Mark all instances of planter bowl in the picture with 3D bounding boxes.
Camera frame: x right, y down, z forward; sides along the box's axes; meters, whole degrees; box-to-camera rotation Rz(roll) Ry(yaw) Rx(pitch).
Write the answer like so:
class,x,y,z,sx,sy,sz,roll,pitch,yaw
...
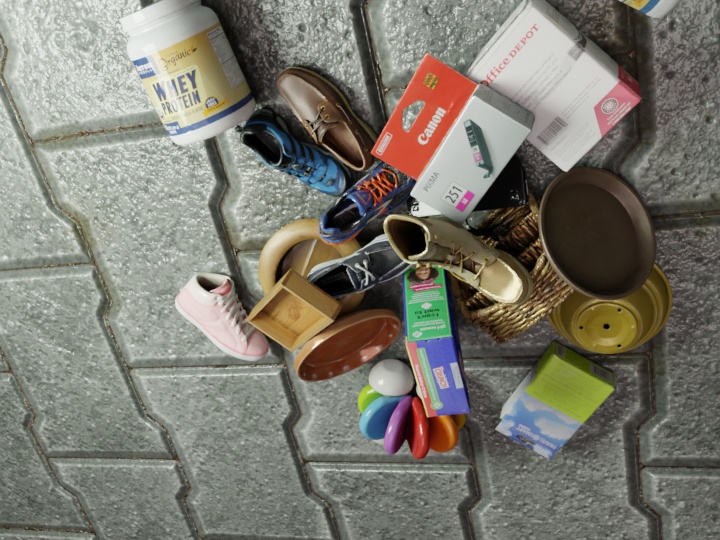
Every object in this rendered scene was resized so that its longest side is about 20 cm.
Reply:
class,x,y,z,sx,sy,sz,roll,pitch,yaw
planter bowl,0.388,0.069,1.231,0.200,0.084,0.201,8,122,13

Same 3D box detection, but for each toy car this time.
class,x,y,z,sx,sy,sz,roll,pitch,yaw
toy car,0.086,0.269,1.400,0.199,0.150,0.175,12,123,10

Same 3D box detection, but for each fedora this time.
class,x,y,z,sx,sy,sz,roll,pitch,yaw
fedora,-0.075,-0.004,1.328,0.200,0.082,0.201,4,113,10

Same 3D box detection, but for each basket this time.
class,x,y,z,sx,sy,sz,roll,pitch,yaw
basket,0.230,-0.001,1.198,0.149,0.143,0.200,41,125,-8

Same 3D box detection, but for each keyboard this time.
class,x,y,z,sx,sy,sz,roll,pitch,yaw
keyboard,0.162,-0.104,1.201,0.200,0.021,0.127,-4,97,31

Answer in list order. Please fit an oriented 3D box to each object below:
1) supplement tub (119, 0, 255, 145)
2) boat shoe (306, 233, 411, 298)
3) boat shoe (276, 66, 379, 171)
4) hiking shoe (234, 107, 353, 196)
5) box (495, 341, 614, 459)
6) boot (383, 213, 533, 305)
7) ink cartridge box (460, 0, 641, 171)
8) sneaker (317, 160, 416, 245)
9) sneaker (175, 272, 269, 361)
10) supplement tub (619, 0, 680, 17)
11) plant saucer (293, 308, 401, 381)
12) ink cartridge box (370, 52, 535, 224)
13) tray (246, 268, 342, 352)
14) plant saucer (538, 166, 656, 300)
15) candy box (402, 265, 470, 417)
class,x,y,z,sx,sy,sz,roll,pitch,yaw
supplement tub,-0.259,-0.305,1.168,0.144,0.144,0.200,-13,115,23
boat shoe,0.000,0.000,1.230,0.200,0.068,0.072,-17,108,18
boat shoe,-0.050,-0.231,1.193,0.200,0.068,0.072,43,122,-10
hiking shoe,-0.106,-0.172,1.234,0.200,0.087,0.074,33,124,-4
box,0.337,0.230,1.363,0.122,0.048,0.200,29,124,0
boot,0.139,-0.017,1.112,0.200,0.155,0.073,43,112,29
ink cartridge box,0.259,-0.260,1.074,0.200,0.085,0.146,37,124,-9
sneaker,0.013,-0.110,1.209,0.200,0.078,0.075,-43,86,6
sneaker,-0.242,0.080,1.432,0.200,0.075,0.105,37,128,-1
supplement tub,0.311,-0.410,0.932,0.200,0.145,0.145,27,124,1
plant saucer,-0.024,0.125,1.345,0.200,0.200,0.032,-48,59,33
ink cartridge box,0.121,-0.181,1.106,0.173,0.044,0.200,29,135,-3
tray,-0.111,0.068,1.265,0.099,0.037,0.200,35,151,-9
plant saucer,0.339,-0.053,1.127,0.200,0.200,0.029,39,156,-8
candy box,0.118,0.103,1.242,0.077,0.200,0.169,-11,127,7
